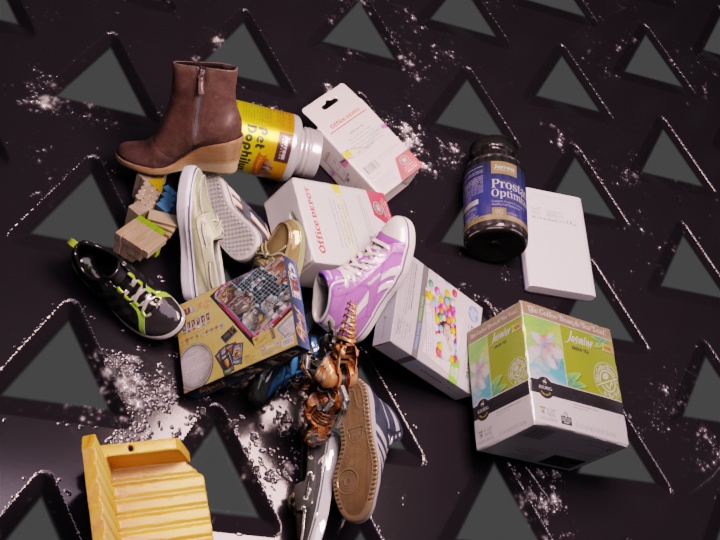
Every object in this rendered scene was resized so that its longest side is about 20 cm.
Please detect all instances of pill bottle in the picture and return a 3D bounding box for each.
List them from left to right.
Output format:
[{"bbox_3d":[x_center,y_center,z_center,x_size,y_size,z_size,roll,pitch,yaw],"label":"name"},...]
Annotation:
[{"bbox_3d":[-0.163,-0.207,1.661,0.197,0.110,0.111,11,58,-16],"label":"pill bottle"},{"bbox_3d":[0.229,-0.127,1.780,0.110,0.112,0.203,12,58,-16],"label":"pill bottle"}]

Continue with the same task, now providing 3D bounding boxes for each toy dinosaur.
[{"bbox_3d":[-0.040,0.138,1.428,0.102,0.201,0.136,31,8,-41],"label":"toy dinosaur"}]

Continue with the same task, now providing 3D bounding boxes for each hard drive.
[{"bbox_3d":[0.340,-0.048,1.834,0.130,0.025,0.203,9,58,-18],"label":"hard drive"}]

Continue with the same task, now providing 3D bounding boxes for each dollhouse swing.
[{"bbox_3d":[-0.257,0.299,1.289,0.179,0.176,0.203,-2,61,-24],"label":"dollhouse swing"}]

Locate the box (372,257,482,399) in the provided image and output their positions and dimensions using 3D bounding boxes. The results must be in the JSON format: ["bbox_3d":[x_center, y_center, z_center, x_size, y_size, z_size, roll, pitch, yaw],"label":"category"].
[{"bbox_3d":[0.106,0.086,1.593,0.199,0.041,0.158,36,51,-36],"label":"box"}]

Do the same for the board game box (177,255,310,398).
[{"bbox_3d":[-0.168,0.080,1.451,0.034,0.198,0.138,29,43,-54],"label":"board game box"}]

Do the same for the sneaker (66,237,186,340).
[{"bbox_3d":[-0.335,0.026,1.460,0.199,0.083,0.072,35,77,5],"label":"sneaker"}]

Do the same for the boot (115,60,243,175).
[{"bbox_3d":[-0.271,-0.229,1.541,0.196,0.169,0.073,2,29,3],"label":"boot"}]

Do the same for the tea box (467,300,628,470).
[{"bbox_3d":[0.282,0.179,1.586,0.198,0.133,0.200,16,55,-31],"label":"tea box"}]

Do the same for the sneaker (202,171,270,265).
[{"bbox_3d":[-0.203,-0.079,1.595,0.201,0.078,0.079,53,12,27],"label":"sneaker"}]

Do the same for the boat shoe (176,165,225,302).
[{"bbox_3d":[-0.230,-0.053,1.527,0.061,0.072,0.204,-2,93,7],"label":"boat shoe"}]

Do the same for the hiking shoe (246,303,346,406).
[{"bbox_3d":[-0.086,0.131,1.518,0.086,0.075,0.200,37,54,5],"label":"hiking shoe"}]

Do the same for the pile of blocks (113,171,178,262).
[{"bbox_3d":[-0.310,-0.071,1.539,0.081,0.063,0.202,16,40,-10],"label":"pile of blocks"}]

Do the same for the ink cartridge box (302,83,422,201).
[{"bbox_3d":[-0.008,-0.206,1.753,0.200,0.068,0.116,48,55,7],"label":"ink cartridge box"}]

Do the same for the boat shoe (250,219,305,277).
[{"bbox_3d":[-0.141,0.019,1.505,0.063,0.203,0.073,19,9,-42],"label":"boat shoe"}]

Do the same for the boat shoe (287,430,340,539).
[{"bbox_3d":[-0.071,0.310,1.433,0.056,0.069,0.202,15,51,-5],"label":"boat shoe"}]

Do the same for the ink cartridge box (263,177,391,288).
[{"bbox_3d":[-0.038,-0.051,1.604,0.198,0.083,0.147,7,58,-43],"label":"ink cartridge box"}]

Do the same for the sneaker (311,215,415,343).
[{"bbox_3d":[0.000,0.000,1.504,0.114,0.072,0.203,28,87,-41],"label":"sneaker"}]

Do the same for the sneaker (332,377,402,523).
[{"bbox_3d":[0.014,0.262,1.462,0.108,0.069,0.203,43,39,-53],"label":"sneaker"}]
